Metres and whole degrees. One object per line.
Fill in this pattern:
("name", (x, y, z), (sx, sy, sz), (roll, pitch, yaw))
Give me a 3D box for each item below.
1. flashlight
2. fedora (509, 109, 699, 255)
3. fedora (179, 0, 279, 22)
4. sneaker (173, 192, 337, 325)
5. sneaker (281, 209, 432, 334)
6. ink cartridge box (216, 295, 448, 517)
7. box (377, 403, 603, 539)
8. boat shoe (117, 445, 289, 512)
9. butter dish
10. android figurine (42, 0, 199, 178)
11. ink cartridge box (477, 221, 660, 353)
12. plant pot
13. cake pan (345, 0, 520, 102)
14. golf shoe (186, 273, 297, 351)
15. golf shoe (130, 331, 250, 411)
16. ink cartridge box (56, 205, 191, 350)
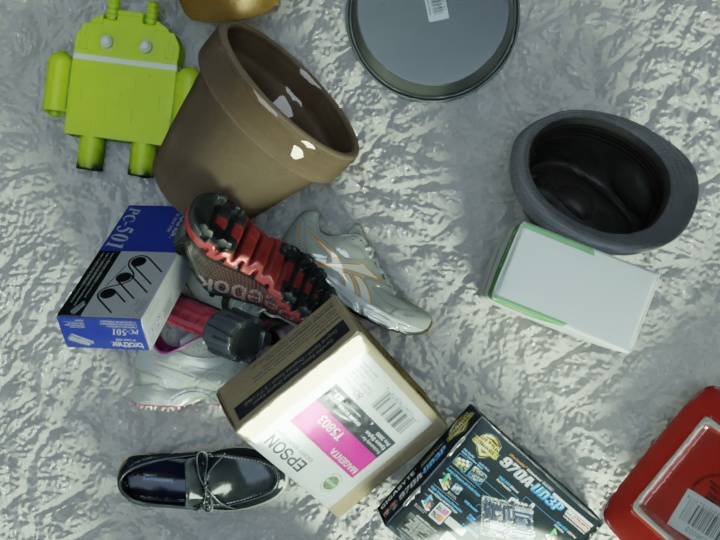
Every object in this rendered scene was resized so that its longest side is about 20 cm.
("flashlight", (-0.193, 0.048, 1.094), (0.199, 0.068, 0.068), (18, 58, 39))
("fedora", (0.251, -0.080, 1.095), (0.199, 0.090, 0.177), (20, 62, 6))
("fedora", (-0.141, -0.323, 1.105), (0.200, 0.201, 0.082), (-12, 123, 3))
("sneaker", (-0.114, 0.001, 1.071), (0.200, 0.098, 0.071), (37, 50, -21))
("sneaker", (0.000, 0.000, 1.132), (0.199, 0.076, 0.092), (29, 87, 1))
("ink cartridge box", (-0.026, 0.149, 1.080), (0.165, 0.075, 0.200), (-40, 129, 2))
("box", (0.143, 0.270, 1.114), (0.200, 0.046, 0.159), (41, 92, -15))
("boat shoe", (-0.180, 0.238, 1.146), (0.199, 0.062, 0.075), (0, 89, 1))
("butter dish", (0.401, 0.264, 1.087), (0.200, 0.148, 0.200), (-51, 46, 2))
("android figurine", (-0.269, -0.210, 1.158), (0.181, 0.041, 0.201), (9, 93, 3))
("ink cartridge box", (0.208, 0.017, 1.059), (0.145, 0.200, 0.088), (21, 88, 3))
("plant pot", (-0.130, -0.139, 1.092), (0.175, 0.200, 0.200), (-41, 89, 20))
("cake pan", (0.082, -0.292, 1.142), (0.199, 0.037, 0.201), (0, 90, 2))
("golf shoe", (-0.114, 0.041, 1.130), (0.200, 0.088, 0.077), (33, 93, 3))
("golf shoe", (-0.161, 0.111, 1.140), (0.199, 0.075, 0.092), (-1, 87, 1))
("ink cartridge box", (-0.236, 0.003, 1.079), (0.093, 0.200, 0.044), (2, 127, 13))
